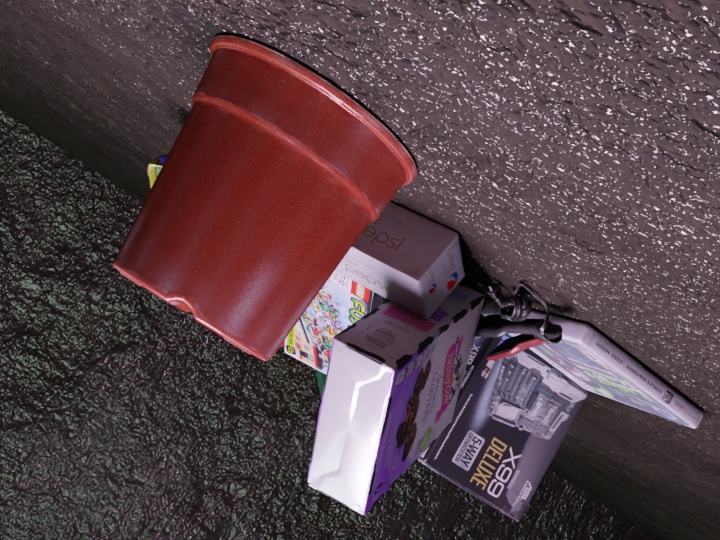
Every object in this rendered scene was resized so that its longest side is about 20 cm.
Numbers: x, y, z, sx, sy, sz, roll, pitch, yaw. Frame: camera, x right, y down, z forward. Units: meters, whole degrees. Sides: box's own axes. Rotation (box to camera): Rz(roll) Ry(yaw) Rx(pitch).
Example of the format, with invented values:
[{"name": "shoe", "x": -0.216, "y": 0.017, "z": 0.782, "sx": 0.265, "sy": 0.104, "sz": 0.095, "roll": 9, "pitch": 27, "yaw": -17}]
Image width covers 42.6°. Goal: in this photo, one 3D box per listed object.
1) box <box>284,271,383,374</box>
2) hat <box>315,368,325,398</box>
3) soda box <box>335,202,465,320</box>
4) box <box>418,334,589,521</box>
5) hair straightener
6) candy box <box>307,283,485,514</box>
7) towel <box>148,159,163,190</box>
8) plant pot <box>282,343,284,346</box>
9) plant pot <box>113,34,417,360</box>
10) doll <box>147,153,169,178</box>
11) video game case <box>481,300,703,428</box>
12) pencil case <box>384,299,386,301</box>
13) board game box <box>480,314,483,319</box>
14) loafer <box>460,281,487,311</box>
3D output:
[{"name": "box", "x": -0.031, "y": 0.047, "z": 1.051, "sx": 0.109, "sy": 0.035, "sz": 0.201, "roll": 26, "pitch": 142, "yaw": 16}, {"name": "hat", "x": 0.046, "y": 0.134, "z": 1.279, "sx": 0.174, "sy": 0.203, "sz": 0.165, "roll": -7, "pitch": -155, "yaw": -26}, {"name": "soda box", "x": 0.004, "y": -0.032, "z": 0.919, "sx": 0.199, "sy": 0.068, "sz": 0.064, "roll": 27, "pitch": 152, "yaw": 32}, {"name": "box", "x": 0.174, "y": 0.177, "z": 1.121, "sx": 0.157, "sy": 0.201, "sz": 0.050, "roll": 35, "pitch": 171, "yaw": -20}, {"name": "hair straightener", "x": 0.149, "y": 0.051, "z": 0.943, "sx": 0.077, "sy": 0.041, "sz": 0.200, "roll": 53, "pitch": 170, "yaw": 0}, {"name": "candy box", "x": 0.039, "y": 0.115, "z": 0.928, "sx": 0.071, "sy": 0.170, "sz": 0.200, "roll": 23, "pitch": -151, "yaw": 24}, {"name": "towel", "x": -0.153, "y": -0.073, "z": 1.077, "sx": 0.198, "sy": 0.018, "sz": 0.086, "roll": 19, "pitch": 156, "yaw": 2}, {"name": "plant pot", "x": -0.131, "y": -0.015, "z": 1.225, "sx": 0.199, "sy": 0.184, "sz": 0.201, "roll": 33, "pitch": 172, "yaw": 5}, {"name": "plant pot", "x": -0.087, "y": -0.047, "z": 0.747, "sx": 0.199, "sy": 0.197, "sz": 0.201, "roll": 31, "pitch": 172, "yaw": 5}, {"name": "doll", "x": -0.163, "y": -0.108, "z": 1.097, "sx": 0.198, "sy": 0.049, "sz": 0.137, "roll": -1, "pitch": 126, "yaw": 40}, {"name": "video game case", "x": 0.246, "y": 0.099, "z": 1.009, "sx": 0.181, "sy": 0.024, "sz": 0.200, "roll": 35, "pitch": 172, "yaw": -21}, {"name": "pencil case", "x": 0.000, "y": 0.000, "z": 1.140, "sx": 0.090, "sy": 0.095, "sz": 0.200, "roll": 2, "pitch": 159, "yaw": 18}, {"name": "board game box", "x": 0.127, "y": 0.067, "z": 1.221, "sx": 0.157, "sy": 0.039, "sz": 0.200, "roll": 25, "pitch": 170, "yaw": 44}, {"name": "loafer", "x": 0.068, "y": 0.019, "z": 1.028, "sx": 0.200, "sy": 0.073, "sz": 0.073, "roll": 39, "pitch": 171, "yaw": -38}]
